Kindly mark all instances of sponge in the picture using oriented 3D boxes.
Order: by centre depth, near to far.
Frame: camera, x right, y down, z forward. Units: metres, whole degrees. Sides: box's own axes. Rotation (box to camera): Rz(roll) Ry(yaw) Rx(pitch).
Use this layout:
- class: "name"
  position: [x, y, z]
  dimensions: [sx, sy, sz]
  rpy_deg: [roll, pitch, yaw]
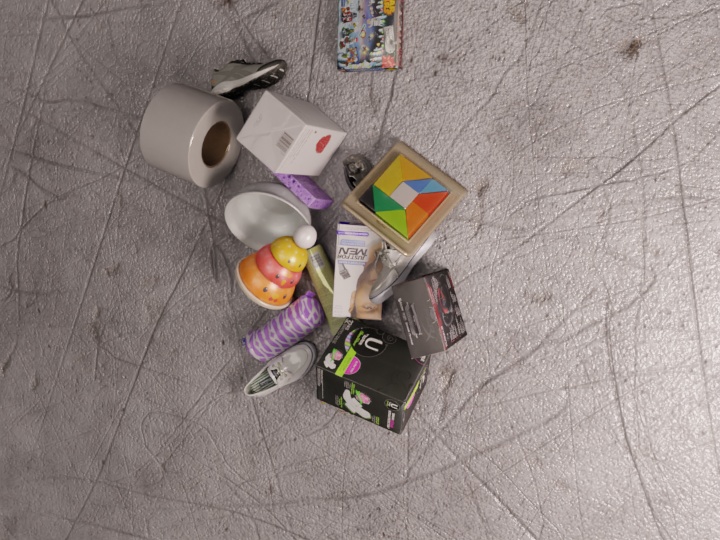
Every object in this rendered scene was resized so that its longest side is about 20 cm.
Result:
- class: "sponge"
  position: [-0.152, -0.210, 1.651]
  dimensions: [0.200, 0.111, 0.030]
  rpy_deg: [46, 106, 13]

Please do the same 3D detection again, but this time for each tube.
- class: "tube"
  position: [-0.071, 0.042, 1.681]
  dimensions: [0.201, 0.052, 0.058]
  rpy_deg: [66, 155, -1]

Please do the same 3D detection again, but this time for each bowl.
- class: "bowl"
  position: [-0.191, -0.129, 1.667]
  dimensions: [0.200, 0.091, 0.202]
  rpy_deg: [11, 143, 8]

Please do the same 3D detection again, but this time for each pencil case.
- class: "pencil case"
  position: [-0.173, 0.131, 1.710]
  dimensions: [0.200, 0.084, 0.086]
  rpy_deg: [-31, 43, 28]

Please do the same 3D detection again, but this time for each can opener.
- class: "can opener"
  position: [0.020, -0.159, 1.600]
  dimensions: [0.053, 0.067, 0.201]
  rpy_deg: [-22, 70, -17]

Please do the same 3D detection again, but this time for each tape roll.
- class: "tape roll"
  position: [-0.373, -0.301, 1.690]
  dimensions: [0.139, 0.203, 0.204]
  rpy_deg: [22, 104, 20]

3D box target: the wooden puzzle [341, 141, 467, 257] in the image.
- class: "wooden puzzle"
  position: [0.089, -0.151, 1.536]
  dimensions: [0.185, 0.037, 0.200]
  rpy_deg: [39, 75, 15]

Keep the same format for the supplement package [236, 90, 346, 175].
- class: "supplement package"
  position: [-0.139, -0.283, 1.589]
  dimensions: [0.120, 0.200, 0.121]
  rpy_deg: [41, 109, 15]

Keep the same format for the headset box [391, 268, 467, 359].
- class: "headset box"
  position: [0.137, 0.084, 1.507]
  dimensions: [0.075, 0.200, 0.149]
  rpy_deg: [-16, 90, 22]

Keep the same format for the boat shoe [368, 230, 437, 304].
- class: "boat shoe"
  position: [0.068, -0.030, 1.548]
  dimensions: [0.086, 0.075, 0.202]
  rpy_deg: [42, 83, -19]

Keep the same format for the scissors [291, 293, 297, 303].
- class: "scissors"
  position: [-0.166, 0.055, 1.741]
  dimensions: [0.073, 0.014, 0.201]
  rpy_deg: [-17, 90, 22]

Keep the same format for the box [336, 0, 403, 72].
- class: "box"
  position: [0.020, -0.520, 1.581]
  dimensions: [0.136, 0.040, 0.201]
  rpy_deg: [3, 97, 22]

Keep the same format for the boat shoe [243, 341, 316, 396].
- class: "boat shoe"
  position: [-0.184, 0.237, 1.737]
  dimensions: [0.200, 0.067, 0.074]
  rpy_deg: [-41, 79, 22]

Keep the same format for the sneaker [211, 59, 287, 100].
- class: "sneaker"
  position: [-0.256, -0.442, 1.695]
  dimensions: [0.199, 0.074, 0.080]
  rpy_deg: [-11, 86, 24]

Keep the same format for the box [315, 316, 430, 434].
- class: "box"
  position: [0.027, 0.216, 1.572]
  dimensions: [0.199, 0.149, 0.125]
  rpy_deg: [21, 140, 16]

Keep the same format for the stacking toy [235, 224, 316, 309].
- class: "stacking toy"
  position: [-0.165, -0.026, 1.631]
  dimensions: [0.146, 0.146, 0.200]
  rpy_deg: [49, 121, 12]

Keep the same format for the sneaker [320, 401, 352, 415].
- class: "sneaker"
  position: [-0.005, 0.281, 1.669]
  dimensions: [0.199, 0.078, 0.083]
  rpy_deg: [16, 117, 25]

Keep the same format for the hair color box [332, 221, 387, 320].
- class: "hair color box"
  position: [0.000, 0.000, 1.618]
  dimensions: [0.109, 0.065, 0.201]
  rpy_deg: [4, 99, 3]
